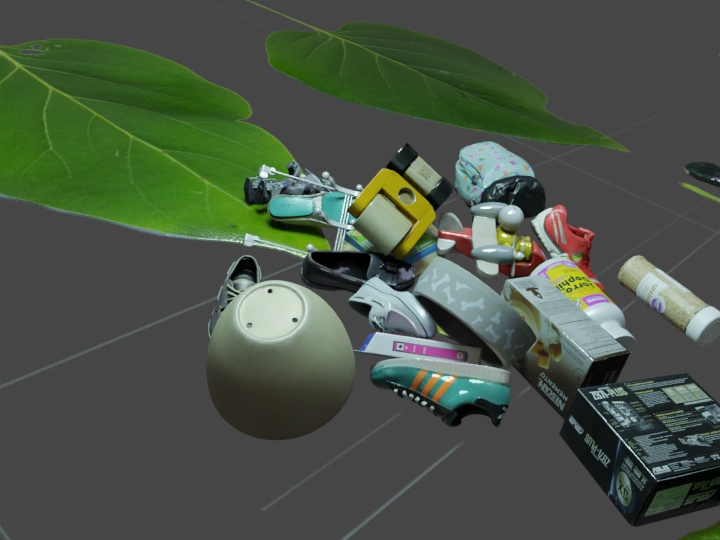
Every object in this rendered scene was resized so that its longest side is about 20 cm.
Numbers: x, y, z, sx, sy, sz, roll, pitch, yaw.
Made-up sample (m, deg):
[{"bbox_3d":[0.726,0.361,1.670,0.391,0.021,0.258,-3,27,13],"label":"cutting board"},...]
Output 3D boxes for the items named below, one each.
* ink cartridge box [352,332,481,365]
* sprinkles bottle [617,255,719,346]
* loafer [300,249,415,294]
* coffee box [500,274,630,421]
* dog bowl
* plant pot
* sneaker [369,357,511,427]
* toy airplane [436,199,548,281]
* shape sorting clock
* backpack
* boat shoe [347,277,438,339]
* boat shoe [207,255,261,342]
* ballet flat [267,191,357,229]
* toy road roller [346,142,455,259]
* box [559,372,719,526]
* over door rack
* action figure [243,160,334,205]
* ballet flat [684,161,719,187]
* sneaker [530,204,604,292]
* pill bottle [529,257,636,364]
[{"bbox_3d":[0.068,0.114,1.052,0.197,0.038,0.095,7,-7,-4],"label":"ink cartridge box"},{"bbox_3d":[0.557,0.052,1.315,0.067,0.069,0.200,-7,36,-27],"label":"sprinkles bottle"},{"bbox_3d":[0.000,0.000,1.213,0.197,0.063,0.073,2,57,-8],"label":"loafer"},{"bbox_3d":[0.289,0.111,1.095,0.079,0.116,0.200,-6,37,-29],"label":"coffee box"},{"bbox_3d":[0.158,0.067,1.053,0.199,0.200,0.059,35,80,33],"label":"dog bowl"},{"bbox_3d":[-0.106,0.092,0.923,0.197,0.135,0.202,0,51,1],"label":"plant pot"},{"bbox_3d":[0.102,0.167,0.987,0.197,0.071,0.081,2,71,22],"label":"sneaker"},{"bbox_3d":[0.229,-0.060,1.283,0.197,0.142,0.201,-4,44,-42],"label":"toy airplane"},{"bbox_3d":[0.060,-0.047,1.343,0.197,0.040,0.201,4,41,-3],"label":"shape sorting clock"},{"bbox_3d":[0.285,-0.187,1.554,0.165,0.128,0.200,-7,33,-21],"label":"backpack"},{"bbox_3d":[0.045,0.071,1.110,0.066,0.074,0.200,-35,23,-13],"label":"boat shoe"},{"bbox_3d":[-0.186,0.045,1.088,0.073,0.074,0.201,5,32,-9],"label":"boat shoe"},{"bbox_3d":[-0.074,-0.111,1.365,0.197,0.069,0.067,7,-13,7],"label":"ballet flat"},{"bbox_3d":[0.060,-0.107,1.276,0.123,0.146,0.200,41,62,-2],"label":"toy road roller"},{"bbox_3d":[0.397,0.230,0.965,0.197,0.087,0.164,-4,35,-23],"label":"box"},{"bbox_3d":[-0.101,-0.100,1.283,0.197,0.067,0.150,12,73,0],"label":"over door rack"},{"bbox_3d":[-0.128,-0.167,1.450,0.198,0.070,0.130,-13,34,-38],"label":"action figure"},{"bbox_3d":[0.949,-0.237,1.929,0.066,0.057,0.199,-41,48,-19],"label":"ballet flat"},{"bbox_3d":[0.388,-0.031,1.302,0.200,0.085,0.077,49,16,-18],"label":"sneaker"},{"bbox_3d":[0.357,0.073,1.185,0.103,0.105,0.201,-3,34,-21],"label":"pill bottle"}]
